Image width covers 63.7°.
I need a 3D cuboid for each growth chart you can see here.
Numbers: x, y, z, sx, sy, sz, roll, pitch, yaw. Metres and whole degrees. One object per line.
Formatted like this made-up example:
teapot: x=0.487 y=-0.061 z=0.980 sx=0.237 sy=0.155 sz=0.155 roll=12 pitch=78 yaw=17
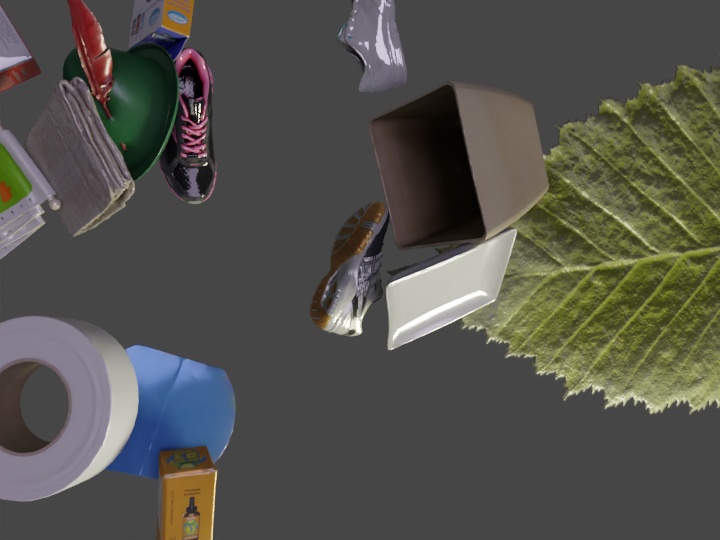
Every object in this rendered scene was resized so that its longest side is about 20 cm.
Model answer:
growth chart: x=-0.458 y=-0.069 z=0.681 sx=0.200 sy=0.018 sz=0.145 roll=-44 pitch=98 yaw=-2

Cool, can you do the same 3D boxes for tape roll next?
tape roll: x=-0.368 y=0.154 z=0.671 sx=0.200 sy=0.071 sz=0.205 roll=0 pitch=83 yaw=3

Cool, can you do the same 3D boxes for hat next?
hat: x=-0.315 y=-0.209 z=0.631 sx=0.175 sy=0.165 sz=0.202 roll=11 pitch=104 yaw=-57

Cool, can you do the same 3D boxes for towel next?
towel: x=-0.323 y=-0.121 z=0.661 sx=0.034 sy=0.199 sz=0.134 roll=-31 pitch=101 yaw=-41

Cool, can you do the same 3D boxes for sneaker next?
sneaker: x=0.000 y=0.000 z=0.850 sx=0.087 sy=0.075 sz=0.201 roll=28 pitch=85 yaw=-34
sneaker: x=-0.220 y=-0.188 z=0.745 sx=0.078 sy=0.095 sz=0.202 roll=-4 pitch=93 yaw=-22
sneaker: x=0.004 y=-0.360 z=0.839 sx=0.088 sy=0.075 sz=0.202 roll=-16 pitch=98 yaw=-7

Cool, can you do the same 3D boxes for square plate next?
square plate: x=0.121 y=0.026 z=0.834 sx=0.197 sy=0.201 sz=0.029 roll=-24 pitch=60 yaw=-11

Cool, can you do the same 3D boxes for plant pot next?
plant pot: x=0.155 y=-0.153 z=0.839 sx=0.176 sy=0.199 sz=0.202 roll=-17 pitch=97 yaw=-31

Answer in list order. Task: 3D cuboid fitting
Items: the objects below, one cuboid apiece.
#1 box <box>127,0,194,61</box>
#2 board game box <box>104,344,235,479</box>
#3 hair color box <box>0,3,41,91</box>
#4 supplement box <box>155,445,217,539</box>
box: x=-0.242 y=-0.356 z=0.718 sx=0.041 sy=0.118 sz=0.202 roll=11 pitch=86 yaw=-40
board game box: x=-0.267 y=0.187 z=0.765 sx=0.199 sy=0.039 sz=0.159 roll=22 pitch=83 yaw=-26
hair color box: x=-0.491 y=-0.238 z=0.662 sx=0.199 sy=0.061 sz=0.102 roll=-32 pitch=101 yaw=-18
supplement box: x=-0.227 y=0.333 z=0.745 sx=0.066 sy=0.069 sz=0.202 roll=1 pitch=105 yaw=-24
